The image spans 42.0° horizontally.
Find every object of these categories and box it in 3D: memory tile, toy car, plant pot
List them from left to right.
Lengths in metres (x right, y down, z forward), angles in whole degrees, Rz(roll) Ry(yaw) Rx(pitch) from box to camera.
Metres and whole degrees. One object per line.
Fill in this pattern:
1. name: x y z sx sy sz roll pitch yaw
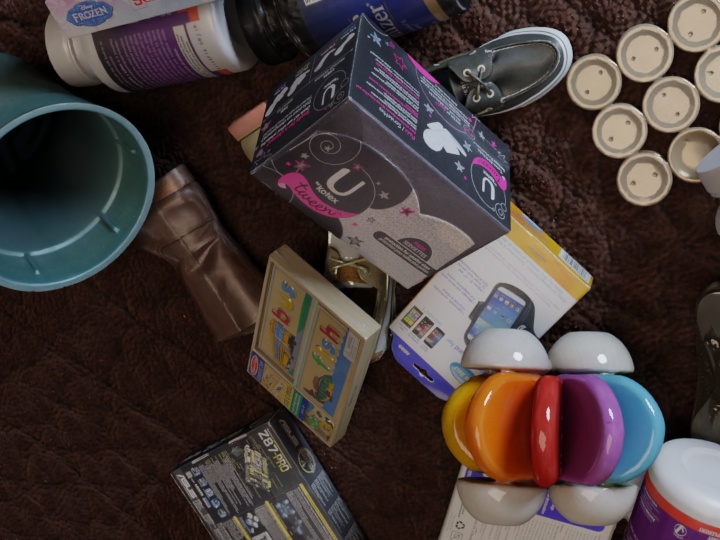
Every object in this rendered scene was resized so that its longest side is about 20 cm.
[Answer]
1. plant pot: -0.343 -0.117 0.955 0.196 0.199 0.202 41 120 37
2. toy car: 0.178 0.140 0.837 0.198 0.150 0.177 3 82 -9
3. memory tile: 0.295 -0.159 0.824 0.199 0.017 0.154 -29 96 25

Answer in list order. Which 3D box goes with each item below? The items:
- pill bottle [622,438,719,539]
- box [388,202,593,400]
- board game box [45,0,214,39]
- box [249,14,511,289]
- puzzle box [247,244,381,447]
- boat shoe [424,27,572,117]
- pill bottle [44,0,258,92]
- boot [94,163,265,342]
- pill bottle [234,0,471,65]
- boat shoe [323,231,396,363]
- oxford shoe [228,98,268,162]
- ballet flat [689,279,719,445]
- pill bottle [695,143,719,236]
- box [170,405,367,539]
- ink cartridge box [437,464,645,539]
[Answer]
1. pill bottle: 0.301 0.266 0.874 0.111 0.112 0.202 16 116 14
2. box: 0.121 0.040 0.938 0.119 0.041 0.200 42 118 3
3. board game box: -0.157 -0.298 0.845 0.198 0.201 0.041 -8 132 21
4. box: 0.022 -0.096 0.832 0.199 0.115 0.132 36 131 -28
5. puzzle box: -0.054 0.082 0.962 0.133 0.025 0.201 39 142 20
6. boat shoe: 0.098 -0.168 0.869 0.198 0.057 0.069 -16 101 24
7. pill bottle: -0.205 -0.238 0.926 0.198 0.111 0.113 -6 105 21
8. boot: -0.200 0.011 1.037 0.186 0.064 0.201 -31 99 28
9. pill bottle: -0.009 -0.257 0.849 0.198 0.112 0.113 -14 102 24
10. boat shoe: 0.000 0.000 0.951 0.074 0.068 0.202 -2 106 20
11. oxford shoe: -0.037 -0.157 0.920 0.199 0.071 0.074 -23 103 35
12. ballet flat: 0.341 0.102 0.880 0.067 0.046 0.202 -2 111 24
13. pill bottle: 0.372 -0.027 0.780 0.113 0.113 0.201 -35 95 26
14. box: -0.105 0.279 1.090 0.160 0.049 0.201 -30 95 27
15. ink cartridge box: 0.194 0.246 0.971 0.198 0.043 0.200 17 112 7
